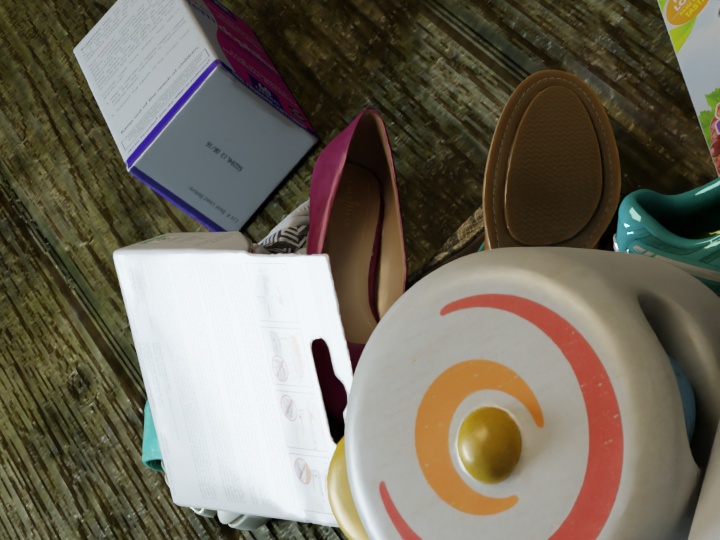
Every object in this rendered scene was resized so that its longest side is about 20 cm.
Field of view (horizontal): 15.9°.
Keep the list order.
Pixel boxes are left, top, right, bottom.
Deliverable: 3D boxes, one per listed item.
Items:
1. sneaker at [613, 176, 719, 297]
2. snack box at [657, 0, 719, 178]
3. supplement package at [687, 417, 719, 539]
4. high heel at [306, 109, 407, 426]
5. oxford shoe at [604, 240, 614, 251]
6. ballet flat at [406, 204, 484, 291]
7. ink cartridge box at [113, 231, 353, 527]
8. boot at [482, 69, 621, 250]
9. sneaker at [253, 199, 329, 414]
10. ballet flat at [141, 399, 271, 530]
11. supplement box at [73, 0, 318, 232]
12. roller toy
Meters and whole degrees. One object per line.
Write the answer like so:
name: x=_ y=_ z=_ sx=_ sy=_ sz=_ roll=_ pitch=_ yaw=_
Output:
sneaker: x=0.224 y=-0.024 z=1.278 sx=0.200 sy=0.080 sz=0.078 roll=-13 pitch=36 yaw=12
snack box: x=0.267 y=-0.144 z=1.382 sx=0.200 sy=0.068 sz=0.169 roll=-38 pitch=36 yaw=23
supplement package: x=0.235 y=0.101 z=1.146 sx=0.121 sy=0.120 sz=0.200 roll=-9 pitch=54 yaw=47
high heel: x=0.000 y=0.000 z=1.459 sx=0.200 sy=0.067 sz=0.096 roll=-106 pitch=27 yaw=-47
oxford shoe: x=0.170 y=0.063 z=1.337 sx=0.200 sy=0.070 sz=0.075 roll=-115 pitch=42 yaw=-56
ballet flat: x=0.073 y=-0.002 z=1.512 sx=0.200 sy=0.068 sz=0.075 roll=-48 pitch=11 yaw=25
ink cartridge box: x=-0.051 y=0.059 z=1.452 sx=0.050 sy=0.161 sz=0.200 roll=-21 pitch=14 yaw=-40
boot: x=0.084 y=0.002 z=1.405 sx=0.155 sy=0.073 sz=0.201 roll=136 pitch=140 yaw=-76
sneaker: x=-0.035 y=0.030 z=1.618 sx=0.075 sy=0.115 sz=0.200 roll=-38 pitch=1 yaw=23
ballet flat: x=-0.076 y=0.124 z=1.604 sx=0.200 sy=0.067 sz=0.071 roll=16 pitch=98 yaw=57
supplement box: x=-0.121 y=-0.126 z=1.846 sx=0.103 sy=0.101 sz=0.200 roll=-48 pitch=33 yaw=10
roller toy: x=0.090 y=0.079 z=1.223 sx=0.200 sy=0.140 sz=0.183 roll=27 pitch=104 yaw=32
